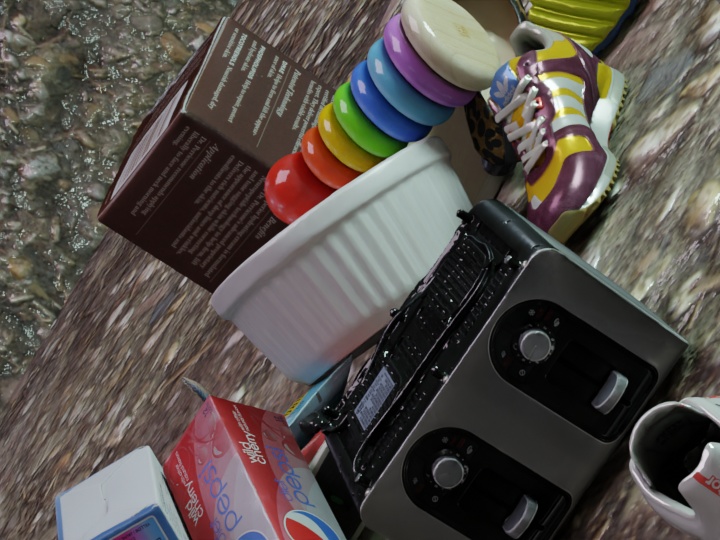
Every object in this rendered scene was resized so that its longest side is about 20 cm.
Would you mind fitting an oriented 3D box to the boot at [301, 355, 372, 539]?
[{"bbox_3d":[-0.018,0.140,1.599,0.200,0.072,0.144,-50,7,29],"label":"boot"}]

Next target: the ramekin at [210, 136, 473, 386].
[{"bbox_3d":[0.000,0.000,1.656,0.202,0.094,0.202,-35,-4,-3],"label":"ramekin"}]

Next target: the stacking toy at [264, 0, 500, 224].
[{"bbox_3d":[0.007,-0.104,1.658,0.200,0.085,0.085,-45,17,28],"label":"stacking toy"}]

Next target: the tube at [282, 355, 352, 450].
[{"bbox_3d":[-0.049,0.125,1.668,0.077,0.050,0.200,-53,-4,-27],"label":"tube"}]

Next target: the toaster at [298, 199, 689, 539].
[{"bbox_3d":[0.071,0.067,1.302,0.181,0.119,0.200,-55,13,4],"label":"toaster"}]

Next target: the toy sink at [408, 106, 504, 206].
[{"bbox_3d":[0.035,-0.095,1.845,0.130,0.112,0.200,-62,14,-22],"label":"toy sink"}]

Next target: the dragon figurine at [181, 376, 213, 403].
[{"bbox_3d":[-0.103,0.181,1.634,0.099,0.200,0.059,-32,26,-21],"label":"dragon figurine"}]

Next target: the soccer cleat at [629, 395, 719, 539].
[{"bbox_3d":[0.152,0.084,1.039,0.069,0.085,0.200,-56,13,4],"label":"soccer cleat"}]

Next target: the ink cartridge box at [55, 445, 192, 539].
[{"bbox_3d":[-0.117,0.230,1.514,0.076,0.200,0.136,-30,14,-1],"label":"ink cartridge box"}]

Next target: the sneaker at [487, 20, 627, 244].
[{"bbox_3d":[0.122,-0.093,1.567,0.075,0.090,0.200,-49,15,31],"label":"sneaker"}]

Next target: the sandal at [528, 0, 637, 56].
[{"bbox_3d":[0.194,-0.240,1.734,0.200,0.079,0.087,-63,-25,6],"label":"sandal"}]

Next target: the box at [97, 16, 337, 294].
[{"bbox_3d":[-0.104,-0.089,2.147,0.166,0.200,0.164,-47,16,36],"label":"box"}]

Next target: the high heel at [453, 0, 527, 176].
[{"bbox_3d":[0.094,-0.171,1.692,0.143,0.071,0.200,93,167,-85],"label":"high heel"}]

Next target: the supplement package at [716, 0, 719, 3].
[{"bbox_3d":[0.279,-0.134,0.853,0.147,0.191,0.200,-62,14,-24],"label":"supplement package"}]

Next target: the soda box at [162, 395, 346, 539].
[{"bbox_3d":[-0.057,0.171,1.470,0.070,0.063,0.200,-56,40,22],"label":"soda box"}]
